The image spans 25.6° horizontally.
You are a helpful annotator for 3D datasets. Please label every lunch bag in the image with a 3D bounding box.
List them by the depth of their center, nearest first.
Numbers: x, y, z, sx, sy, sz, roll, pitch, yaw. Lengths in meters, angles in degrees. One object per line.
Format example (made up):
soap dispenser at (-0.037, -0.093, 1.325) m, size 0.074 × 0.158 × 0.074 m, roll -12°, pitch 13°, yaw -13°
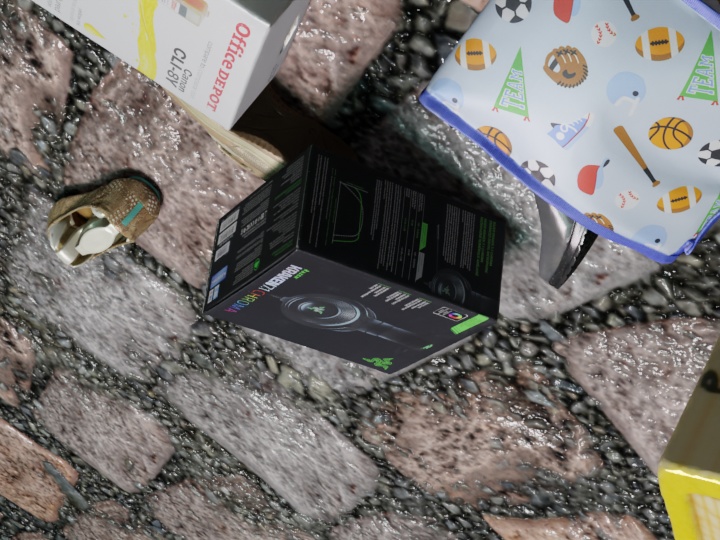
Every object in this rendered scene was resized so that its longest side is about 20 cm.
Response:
lunch bag at (0.169, -0.120, 0.979) m, size 0.199 × 0.124 × 0.170 m, roll 38°, pitch 124°, yaw 0°

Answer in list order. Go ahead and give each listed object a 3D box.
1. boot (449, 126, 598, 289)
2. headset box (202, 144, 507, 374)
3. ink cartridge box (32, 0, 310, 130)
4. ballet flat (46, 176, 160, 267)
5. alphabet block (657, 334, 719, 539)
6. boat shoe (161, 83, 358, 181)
boot at (0.123, -0.087, 1.159) m, size 0.131 × 0.070 × 0.201 m, roll 25°, pitch 135°, yaw 17°
headset box at (0.000, 0.000, 1.291) m, size 0.199 × 0.094 × 0.174 m, roll 19°, pitch 153°, yaw -25°
ink cartridge box at (-0.144, -0.220, 1.189) m, size 0.199 × 0.084 × 0.145 m, roll 33°, pitch 147°, yaw 1°
ballet flat at (-0.266, -0.040, 1.546) m, size 0.070 × 0.066 × 0.199 m, roll 43°, pitch 146°, yaw -16°
alphabet block at (0.345, 0.140, 1.126) m, size 0.194 × 0.201 × 0.197 m, roll 8°, pitch 139°, yaw 33°
boat shoe at (-0.095, -0.116, 1.293) m, size 0.200 × 0.072 × 0.064 m, roll 39°, pitch 146°, yaw -11°
